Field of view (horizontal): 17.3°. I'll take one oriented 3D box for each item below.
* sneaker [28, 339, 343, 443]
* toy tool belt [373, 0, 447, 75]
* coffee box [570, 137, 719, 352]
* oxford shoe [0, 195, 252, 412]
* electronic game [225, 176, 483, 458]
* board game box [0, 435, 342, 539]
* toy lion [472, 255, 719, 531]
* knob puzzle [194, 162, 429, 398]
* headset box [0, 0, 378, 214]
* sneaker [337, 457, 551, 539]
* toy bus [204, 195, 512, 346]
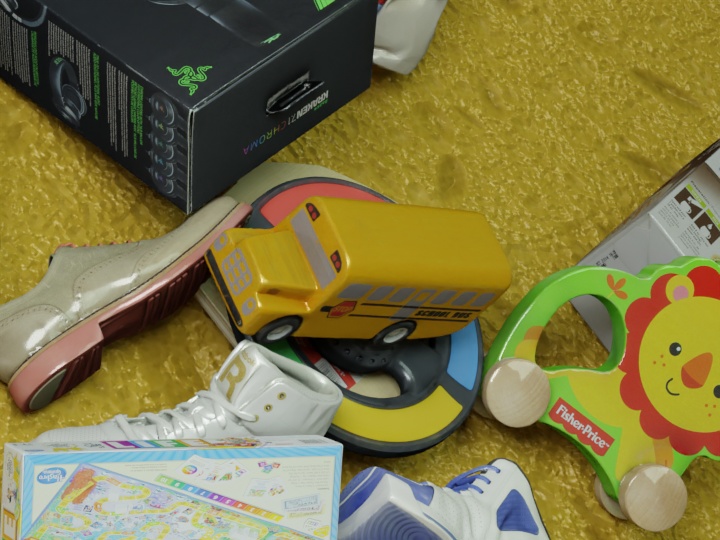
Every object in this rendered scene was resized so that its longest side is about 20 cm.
[{"bbox_3d":[-0.103,0.088,1.413,0.199,0.116,0.074,8,27,-40],"label":"sneaker"},{"bbox_3d":[-0.006,-0.231,1.668,0.199,0.123,0.125,18,25,-42],"label":"toy tool belt"},{"bbox_3d":[0.251,-0.030,1.775,0.080,0.114,0.200,51,46,0],"label":"coffee box"},{"bbox_3d":[-0.151,0.001,1.449,0.200,0.071,0.075,-37,76,-30],"label":"oxford shoe"},{"bbox_3d":[-0.002,0.029,1.548,0.199,0.042,0.201,19,54,-27],"label":"electronic game"},{"bbox_3d":[-0.109,0.165,1.359,0.199,0.034,0.135,1,96,-28],"label":"board game box"},{"bbox_3d":[0.198,0.066,1.638,0.200,0.069,0.192,36,84,-13],"label":"toy lion"},{"bbox_3d":[-0.025,0.012,1.591,0.219,0.030,0.221,19,53,-27],"label":"knob puzzle"},{"bbox_3d":[-0.108,-0.151,1.505,0.200,0.093,0.174,36,54,26],"label":"headset box"},{"bbox_3d":[0.058,0.168,1.520,0.199,0.080,0.115,33,31,-32],"label":"sneaker"},{"bbox_3d":[0.000,0.000,1.473,0.199,0.078,0.065,4,54,-48],"label":"toy bus"}]
